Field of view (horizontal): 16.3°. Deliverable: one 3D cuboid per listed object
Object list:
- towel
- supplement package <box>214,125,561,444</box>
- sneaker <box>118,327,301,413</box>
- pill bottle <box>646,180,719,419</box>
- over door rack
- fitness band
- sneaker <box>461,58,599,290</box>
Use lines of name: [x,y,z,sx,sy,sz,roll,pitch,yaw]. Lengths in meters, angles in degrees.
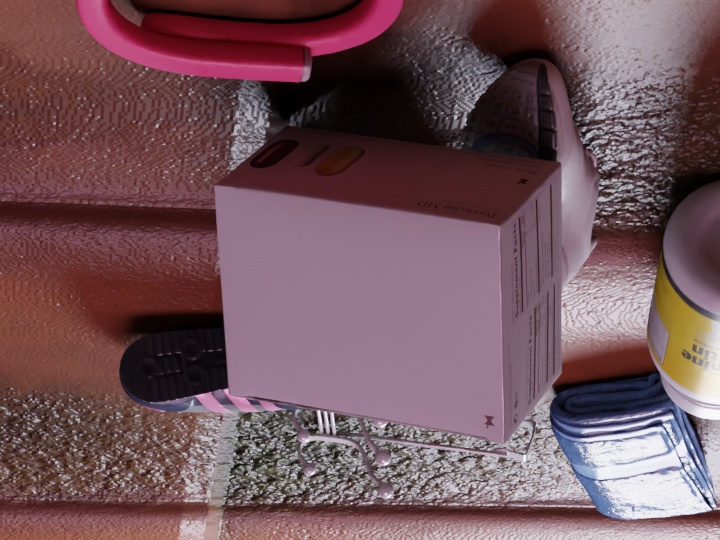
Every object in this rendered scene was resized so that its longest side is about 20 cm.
towel: [0.228,0.152,2.092,0.111,0.049,0.200,-9,150,14]
supplement package: [0.020,0.006,1.628,0.199,0.111,0.156,9,117,22]
sneaker: [-0.086,0.076,1.934,0.199,0.070,0.082,2,169,-5]
pill bottle: [0.265,0.028,1.809,0.112,0.112,0.200,-2,151,0]
over door rack: [0.044,0.124,2.010,0.199,0.067,0.148,-3,151,1]
fitness band: [-0.072,-0.169,1.512,0.199,0.038,0.144,3,150,-11]
sneaker: [0.120,-0.066,1.679,0.074,0.087,0.200,27,142,28]
